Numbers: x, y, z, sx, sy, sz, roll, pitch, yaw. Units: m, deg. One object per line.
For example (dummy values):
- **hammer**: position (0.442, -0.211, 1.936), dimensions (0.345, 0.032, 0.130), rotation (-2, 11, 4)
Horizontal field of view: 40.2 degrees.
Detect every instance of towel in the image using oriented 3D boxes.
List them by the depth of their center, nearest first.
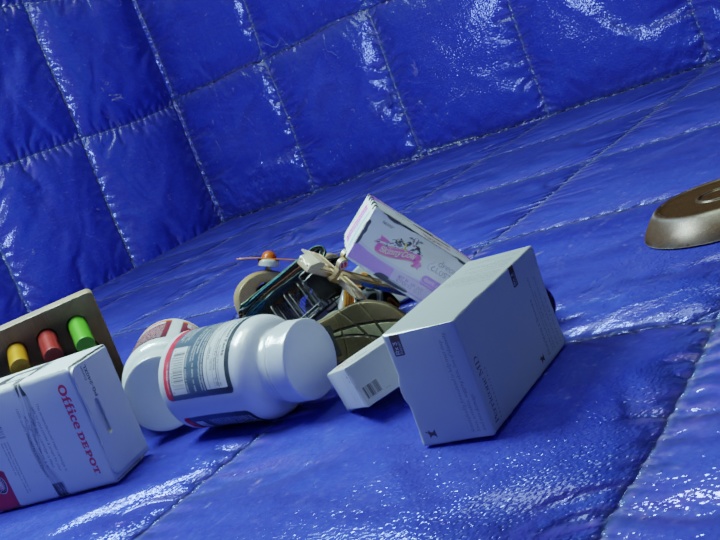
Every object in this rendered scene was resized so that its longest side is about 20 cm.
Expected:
- **towel**: position (-0.112, 0.039, 1.378), dimensions (0.146, 0.022, 0.200), rotation (-39, -8, -17)

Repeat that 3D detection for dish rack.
- **dish rack**: position (-0.100, 0.067, 1.319), dimensions (0.200, 0.055, 0.153), rotation (-41, -6, 10)

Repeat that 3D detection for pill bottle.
- **pill bottle**: position (-0.128, 0.115, 1.138), dimensions (0.199, 0.121, 0.119), rotation (-13, 13, 39)
- **pill bottle**: position (-0.254, 0.137, 1.300), dimensions (0.113, 0.115, 0.200), rotation (-22, 10, -3)

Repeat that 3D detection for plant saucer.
- **plant saucer**: position (0.441, -0.080, 1.201), dimensions (0.198, 0.035, 0.200), rotation (-20, 11, 4)

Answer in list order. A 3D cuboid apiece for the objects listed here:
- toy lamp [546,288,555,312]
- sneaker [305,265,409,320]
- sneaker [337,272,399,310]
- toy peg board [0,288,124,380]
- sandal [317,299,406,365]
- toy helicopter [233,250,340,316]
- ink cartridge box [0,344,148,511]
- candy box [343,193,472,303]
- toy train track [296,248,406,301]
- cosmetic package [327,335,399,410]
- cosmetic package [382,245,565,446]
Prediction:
- **toy lamp**: position (0.181, 0.022, 1.154), dimensions (0.058, 0.059, 0.200), rotation (-21, 11, 4)
- **sneaker**: position (0.015, 0.023, 1.475), dimensions (0.198, 0.076, 0.088), rotation (-19, -1, 25)
- **sneaker**: position (0.017, 0.053, 1.324), dimensions (0.076, 0.079, 0.200), rotation (11, 9, 7)
- **toy peg board**: position (-0.407, 0.163, 1.299), dimensions (0.198, 0.202, 0.098), rotation (-25, 25, -16)
- **sandal**: position (-0.006, 0.080, 1.204), dimensions (0.199, 0.081, 0.054), rotation (-19, 2, 44)
- **toy helicopter**: position (-0.115, 0.017, 1.578), dimensions (0.199, 0.134, 0.079), rotation (-27, 11, -26)
- **ink cartridge box**: position (-0.373, 0.191, 1.180), dimensions (0.198, 0.147, 0.083), rotation (-18, 10, 23)
- **candy box**: position (0.066, -0.016, 1.217), dimensions (0.072, 0.167, 0.200), rotation (-57, 6, 6)
- **toy train track**: position (0.000, 0.000, 1.234), dimensions (0.199, 0.033, 0.115), rotation (16, 20, -50)
- **cosmetic package**: position (0.064, 0.073, 1.043), dimensions (0.199, 0.051, 0.083), rotation (-32, -3, -18)
- **cosmetic package**: position (0.111, 0.065, 0.919), dimensions (0.080, 0.114, 0.200), rotation (-15, 13, 33)
